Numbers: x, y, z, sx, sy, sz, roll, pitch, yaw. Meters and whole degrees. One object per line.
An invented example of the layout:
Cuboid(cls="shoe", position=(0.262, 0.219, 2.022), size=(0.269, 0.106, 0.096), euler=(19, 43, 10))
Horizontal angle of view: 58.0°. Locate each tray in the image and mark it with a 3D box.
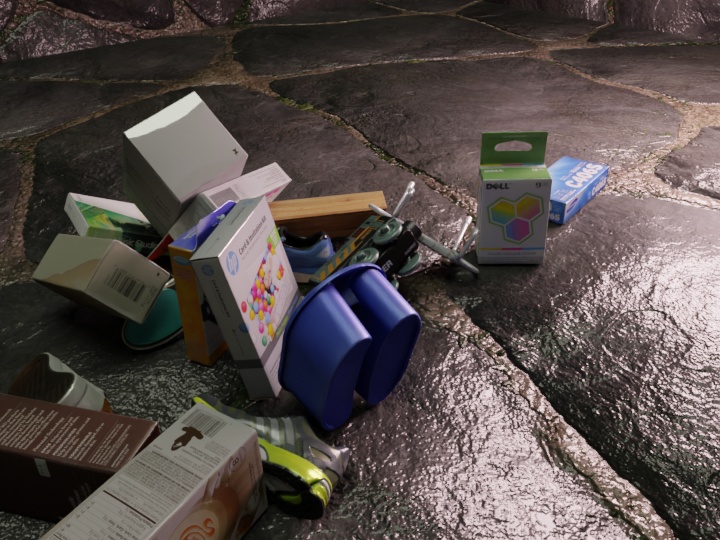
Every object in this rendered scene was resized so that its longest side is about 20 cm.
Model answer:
Cuboid(cls="tray", position=(-0.066, -0.083, 1.061), size=(0.200, 0.099, 0.037), euler=(-9, 72, -22))

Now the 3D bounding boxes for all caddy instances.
Cuboid(cls="caddy", position=(-0.020, 0.082, 0.731), size=(0.141, 0.200, 0.105), euler=(-23, 54, -33))

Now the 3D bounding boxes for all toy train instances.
Cuboid(cls="toy train", position=(0.000, 0.000, 0.925), size=(0.200, 0.085, 0.114), euler=(-46, 30, -18))

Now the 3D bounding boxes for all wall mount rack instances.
Cuboid(cls="wall mount rack", position=(0.115, -0.078, 1.028), size=(0.200, 0.075, 0.174), euler=(32, 9, -2))

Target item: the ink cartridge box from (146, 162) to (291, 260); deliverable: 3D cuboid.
Cuboid(cls="ink cartridge box", position=(-0.213, -0.075, 0.977), size=(0.044, 0.174, 0.200), euler=(48, 32, 0))

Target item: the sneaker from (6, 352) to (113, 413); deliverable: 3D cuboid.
Cuboid(cls="sneaker", position=(-0.351, 0.154, 0.762), size=(0.200, 0.085, 0.073), euler=(7, 55, 50))

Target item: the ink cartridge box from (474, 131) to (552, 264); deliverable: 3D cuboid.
Cuboid(cls="ink cartridge box", position=(0.235, -0.109, 1.004), size=(0.104, 0.200, 0.059), euler=(0, 30, 3))

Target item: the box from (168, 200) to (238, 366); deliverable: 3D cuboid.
Cuboid(cls="box", position=(-0.187, 0.009, 0.841), size=(0.041, 0.200, 0.119), euler=(12, 34, 20))

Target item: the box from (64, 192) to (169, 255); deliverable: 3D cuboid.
Cuboid(cls="box", position=(-0.362, -0.071, 1.058), size=(0.200, 0.036, 0.144), euler=(6, 22, -39))

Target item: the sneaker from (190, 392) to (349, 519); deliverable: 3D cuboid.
Cuboid(cls="sneaker", position=(-0.100, 0.184, 0.691), size=(0.200, 0.074, 0.081), euler=(25, 34, 25))

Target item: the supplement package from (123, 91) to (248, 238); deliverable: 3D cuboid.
Cuboid(cls="supplement package", position=(-0.260, -0.141, 0.945), size=(0.121, 0.200, 0.120), euler=(-40, 90, -25))

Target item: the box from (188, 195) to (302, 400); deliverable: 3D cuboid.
Cuboid(cls="box", position=(-0.127, 0.031, 0.800), size=(0.041, 0.200, 0.156), euler=(-8, 29, 18))

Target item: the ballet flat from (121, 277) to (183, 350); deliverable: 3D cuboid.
Cuboid(cls="ballet flat", position=(-0.252, 0.037, 0.919), size=(0.069, 0.069, 0.200), euler=(24, 63, 35))

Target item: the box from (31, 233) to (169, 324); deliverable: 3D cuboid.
Cuboid(cls="box", position=(-0.358, 0.008, 0.887), size=(0.200, 0.095, 0.078), euler=(5, 64, 47))

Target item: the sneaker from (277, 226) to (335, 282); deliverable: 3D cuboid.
Cuboid(cls="sneaker", position=(-0.139, -0.027, 1.001), size=(0.200, 0.089, 0.079), euler=(-9, 32, -7))

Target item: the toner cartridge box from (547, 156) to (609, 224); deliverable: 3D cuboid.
Cuboid(cls="toner cartridge box", position=(0.381, -0.154, 1.217), size=(0.095, 0.043, 0.200), euler=(20, 38, 33))

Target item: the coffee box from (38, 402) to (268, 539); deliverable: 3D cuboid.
Cuboid(cls="coffee box", position=(-0.177, 0.229, 0.572), size=(0.080, 0.115, 0.200), euler=(17, 38, 28))

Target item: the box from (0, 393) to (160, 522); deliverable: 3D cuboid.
Cuboid(cls="box", position=(-0.298, 0.193, 0.649), size=(0.200, 0.100, 0.075), euler=(7, 33, 15))
